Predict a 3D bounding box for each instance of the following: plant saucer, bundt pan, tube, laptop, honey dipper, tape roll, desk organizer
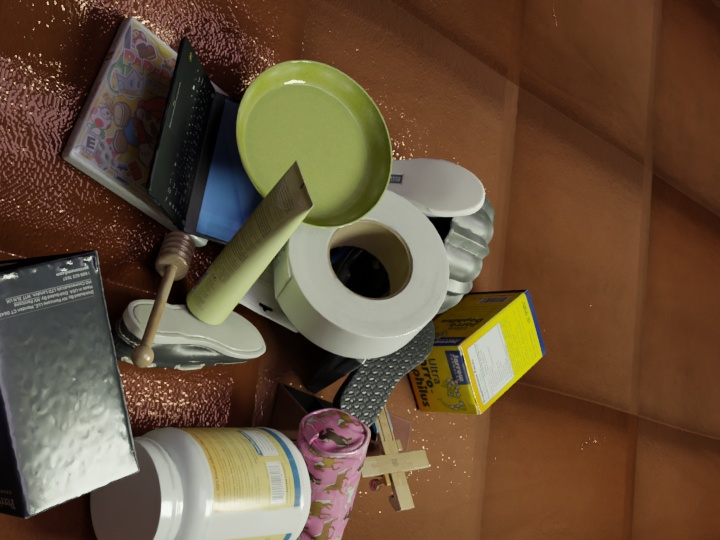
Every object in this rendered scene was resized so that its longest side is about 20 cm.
[{"bbox_3d":[-0.056,-0.142,1.152,0.200,0.031,0.200,8,74,-28],"label":"plant saucer"},{"bbox_3d":[0.115,-0.029,1.353,0.076,0.202,0.202,23,67,-14],"label":"bundt pan"},{"bbox_3d":[-0.116,-0.023,1.083,0.058,0.200,0.052,44,25,8],"label":"tube"},{"bbox_3d":[-0.145,-0.129,1.114,0.200,0.103,0.178,71,27,-72],"label":"laptop"},{"bbox_3d":[-0.211,0.030,1.053,0.038,0.038,0.200,55,24,-30],"label":"honey dipper"},{"bbox_3d":[0.000,0.000,1.184,0.202,0.071,0.203,8,63,-17],"label":"tape roll"},{"bbox_3d":[-0.022,0.207,1.287,0.200,0.072,0.077,29,64,-43],"label":"desk organizer"}]

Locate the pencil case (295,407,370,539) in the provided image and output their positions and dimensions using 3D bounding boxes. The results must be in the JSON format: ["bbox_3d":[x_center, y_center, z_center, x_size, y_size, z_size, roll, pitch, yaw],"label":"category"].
[{"bbox_3d":[-0.048,0.254,1.179,0.087,0.083,0.200,-44,155,-53],"label":"pencil case"}]

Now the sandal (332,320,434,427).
[{"bbox_3d":[0.023,0.119,1.262,0.075,0.048,0.200,49,54,-9],"label":"sandal"}]

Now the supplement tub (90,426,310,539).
[{"bbox_3d":[-0.168,0.239,1.066,0.200,0.145,0.145,10,80,-47],"label":"supplement tub"}]

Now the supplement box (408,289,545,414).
[{"bbox_3d":[0.169,0.117,1.476,0.200,0.109,0.109,-32,110,-45],"label":"supplement box"}]

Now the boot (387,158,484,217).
[{"bbox_3d":[0.061,-0.097,1.275,0.090,0.200,0.073,68,36,-68],"label":"boot"}]

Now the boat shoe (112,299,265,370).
[{"bbox_3d":[-0.191,0.080,1.117,0.200,0.060,0.074,9,41,-52],"label":"boat shoe"}]

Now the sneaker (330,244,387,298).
[{"bbox_3d":[0.009,-0.009,1.306,0.200,0.111,0.077,-29,108,-45],"label":"sneaker"}]

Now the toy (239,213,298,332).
[{"bbox_3d":[-0.107,-0.036,1.230,0.115,0.047,0.200,31,64,-39],"label":"toy"}]

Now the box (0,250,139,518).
[{"bbox_3d":[-0.314,0.095,0.876,0.123,0.200,0.199,-18,100,-48],"label":"box"}]

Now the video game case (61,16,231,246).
[{"bbox_3d":[-0.220,-0.153,1.131,0.200,0.023,0.182,37,61,-40],"label":"video game case"}]

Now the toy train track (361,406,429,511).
[{"bbox_3d":[0.022,0.204,1.257,0.115,0.033,0.200,3,63,-42],"label":"toy train track"}]

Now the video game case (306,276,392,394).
[{"bbox_3d":[0.011,0.061,1.287,0.019,0.143,0.200,38,57,-9],"label":"video game case"}]
